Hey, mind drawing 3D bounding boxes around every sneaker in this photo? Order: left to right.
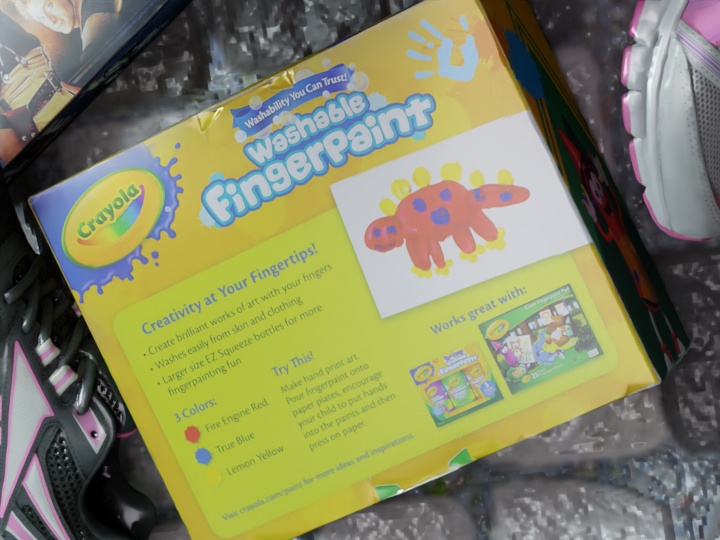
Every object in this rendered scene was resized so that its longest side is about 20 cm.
[{"bbox_3d":[-0.127,0.038,1.041,0.086,0.080,0.200,2,126,20],"label":"sneaker"},{"bbox_3d":[0.153,-0.103,0.927,0.088,0.081,0.200,18,105,16],"label":"sneaker"}]

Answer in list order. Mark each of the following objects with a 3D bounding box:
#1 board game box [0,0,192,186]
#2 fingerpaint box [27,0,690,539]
[{"bbox_3d":[-0.136,-0.137,1.048,0.200,0.035,0.136,-43,85,20],"label":"board game box"},{"bbox_3d":[0.000,0.000,1.007,0.200,0.073,0.167,-26,92,20],"label":"fingerpaint box"}]
